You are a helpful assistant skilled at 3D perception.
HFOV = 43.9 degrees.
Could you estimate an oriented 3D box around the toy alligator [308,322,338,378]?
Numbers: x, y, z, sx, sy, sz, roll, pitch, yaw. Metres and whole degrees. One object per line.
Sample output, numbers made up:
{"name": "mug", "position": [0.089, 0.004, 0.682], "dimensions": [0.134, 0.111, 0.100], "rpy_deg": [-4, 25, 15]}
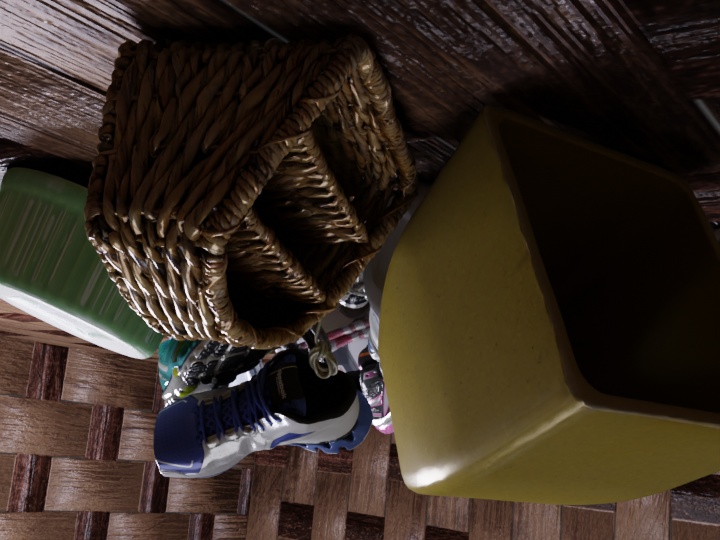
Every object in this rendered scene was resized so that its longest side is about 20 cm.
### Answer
{"name": "toy alligator", "position": [-0.035, -0.010, 0.707], "dimensions": [0.058, 0.204, 0.055], "rpy_deg": [3, -147, 14]}

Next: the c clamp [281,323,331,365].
{"name": "c clamp", "position": [-0.095, 0.032, 0.835], "dimensions": [0.199, 0.027, 0.172], "rpy_deg": [37, 154, 25]}

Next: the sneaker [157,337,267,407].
{"name": "sneaker", "position": [-0.145, 0.065, 0.821], "dimensions": [0.076, 0.081, 0.200], "rpy_deg": [-6, 158, -37]}

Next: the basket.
{"name": "basket", "position": [-0.051, -0.029, 0.530], "dimensions": [0.145, 0.146, 0.200], "rpy_deg": [3, 162, 12]}

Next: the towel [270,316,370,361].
{"name": "towel", "position": [-0.001, 0.069, 0.965], "dimensions": [0.196, 0.031, 0.146], "rpy_deg": [-21, 177, -1]}

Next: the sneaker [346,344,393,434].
{"name": "sneaker", "position": [0.041, 0.107, 0.967], "dimensions": [0.085, 0.081, 0.201], "rpy_deg": [29, 131, -13]}

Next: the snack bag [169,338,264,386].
{"name": "snack bag", "position": [-0.159, 0.087, 0.964], "dimensions": [0.187, 0.021, 0.203], "rpy_deg": [29, 147, 37]}

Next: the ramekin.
{"name": "ramekin", "position": [-0.251, 0.001, 0.814], "dimensions": [0.196, 0.099, 0.200], "rpy_deg": [21, 164, 6]}

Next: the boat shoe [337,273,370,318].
{"name": "boat shoe", "position": [0.000, 0.000, 0.860], "dimensions": [0.069, 0.071, 0.200], "rpy_deg": [9, 162, -4]}

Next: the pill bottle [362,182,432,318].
{"name": "pill bottle", "position": [0.106, 0.003, 0.734], "dimensions": [0.197, 0.115, 0.112], "rpy_deg": [12, 168, -32]}

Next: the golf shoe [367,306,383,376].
{"name": "golf shoe", "position": [0.066, 0.076, 0.779], "dimensions": [0.077, 0.099, 0.199], "rpy_deg": [-30, -138, -23]}

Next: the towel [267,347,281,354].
{"name": "towel", "position": [-0.087, 0.051, 1.018], "dimensions": [0.037, 0.148, 0.199], "rpy_deg": [52, 142, -8]}

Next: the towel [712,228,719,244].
{"name": "towel", "position": [0.243, 0.032, 0.814], "dimensions": [0.024, 0.152, 0.200], "rpy_deg": [49, 172, 6]}

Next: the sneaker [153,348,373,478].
{"name": "sneaker", "position": [-0.086, 0.115, 0.777], "dimensions": [0.194, 0.082, 0.116], "rpy_deg": [-9, 151, -4]}

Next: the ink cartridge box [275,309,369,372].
{"name": "ink cartridge box", "position": [0.010, 0.089, 1.144], "dimensions": [0.196, 0.086, 0.145], "rpy_deg": [-2, -159, 33]}

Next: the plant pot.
{"name": "plant pot", "position": [0.115, 0.055, 0.579], "dimensions": [0.191, 0.199, 0.200], "rpy_deg": [12, 139, -31]}
